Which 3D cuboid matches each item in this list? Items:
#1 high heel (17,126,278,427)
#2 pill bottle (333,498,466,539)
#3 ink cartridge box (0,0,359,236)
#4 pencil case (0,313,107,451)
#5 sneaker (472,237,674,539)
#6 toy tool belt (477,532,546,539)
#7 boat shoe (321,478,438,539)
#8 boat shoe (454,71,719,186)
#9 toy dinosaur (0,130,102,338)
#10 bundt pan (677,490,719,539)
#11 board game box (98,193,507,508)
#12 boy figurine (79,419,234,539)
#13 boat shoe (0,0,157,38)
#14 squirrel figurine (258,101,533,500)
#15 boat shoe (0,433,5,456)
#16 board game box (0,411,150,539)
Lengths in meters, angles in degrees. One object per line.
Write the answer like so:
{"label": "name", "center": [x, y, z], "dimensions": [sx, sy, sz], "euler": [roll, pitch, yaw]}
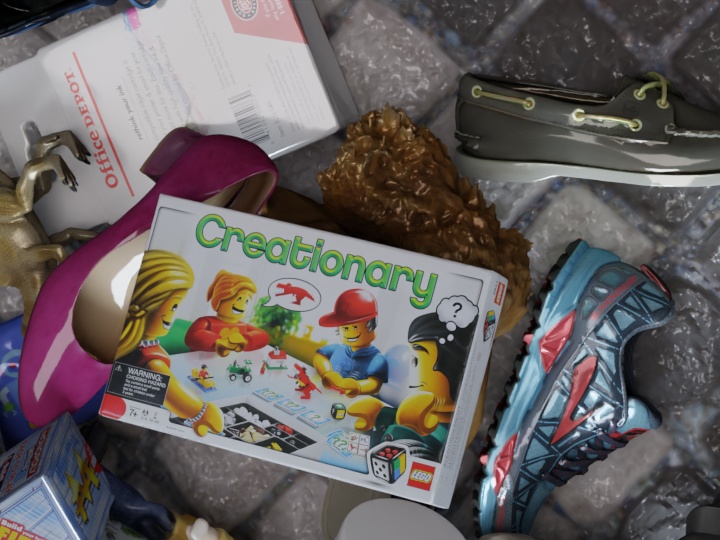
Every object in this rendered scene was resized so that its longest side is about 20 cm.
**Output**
{"label": "high heel", "center": [-0.123, 0.008, 1.292], "dimensions": [0.067, 0.096, 0.201], "euler": [31, 84, -37]}
{"label": "pill bottle", "center": [-0.003, 0.235, 1.353], "dimensions": [0.108, 0.109, 0.201], "euler": [26, 124, 6]}
{"label": "ink cartridge box", "center": [-0.116, -0.105, 1.383], "dimensions": [0.199, 0.067, 0.117], "euler": [-21, 94, 13]}
{"label": "pencil case", "center": [-0.194, 0.056, 1.420], "dimensions": [0.199, 0.078, 0.087], "euler": [-26, 110, 13]}
{"label": "sneaker", "center": [0.130, 0.089, 1.359], "dimensions": [0.095, 0.079, 0.201], "euler": [21, 103, 11]}
{"label": "toy tool belt", "center": [0.115, 0.248, 1.370], "dimensions": [0.122, 0.125, 0.201], "euler": [5, 126, -24]}
{"label": "boat shoe", "center": [0.039, 0.086, 1.401], "dimensions": [0.063, 0.073, 0.201], "euler": [16, 99, -37]}
{"label": "boat shoe", "center": [0.152, -0.085, 1.331], "dimensions": [0.201, 0.072, 0.061], "euler": [2, 105, 15]}
{"label": "toy dinosaur", "center": [-0.209, -0.040, 1.347], "dimensions": [0.101, 0.058, 0.201], "euler": [-30, 87, 15]}
{"label": "bundt pan", "center": [0.242, 0.205, 1.320], "dimensions": [0.076, 0.201, 0.203], "euler": [11, 106, 53]}
{"label": "board game box", "center": [-0.032, 0.042, 1.220], "dimensions": [0.199, 0.035, 0.127], "euler": [13, 84, 20]}
{"label": "boy figurine", "center": [-0.099, 0.171, 1.408], "dimensions": [0.199, 0.124, 0.065], "euler": [32, 74, -7]}
{"label": "boat shoe", "center": [-0.152, -0.181, 1.341], "dimensions": [0.084, 0.069, 0.200], "euler": [41, 134, -23]}
{"label": "squirrel figurine", "center": [0.000, 0.000, 1.324], "dimensions": [0.200, 0.141, 0.187], "euler": [-53, 47, 20]}
{"label": "boat shoe", "center": [-0.238, 0.159, 1.409], "dimensions": [0.072, 0.062, 0.201], "euler": [-11, 134, 0]}
{"label": "board game box", "center": [-0.186, 0.186, 1.336], "dimensions": [0.200, 0.062, 0.200], "euler": [33, 123, -15]}
